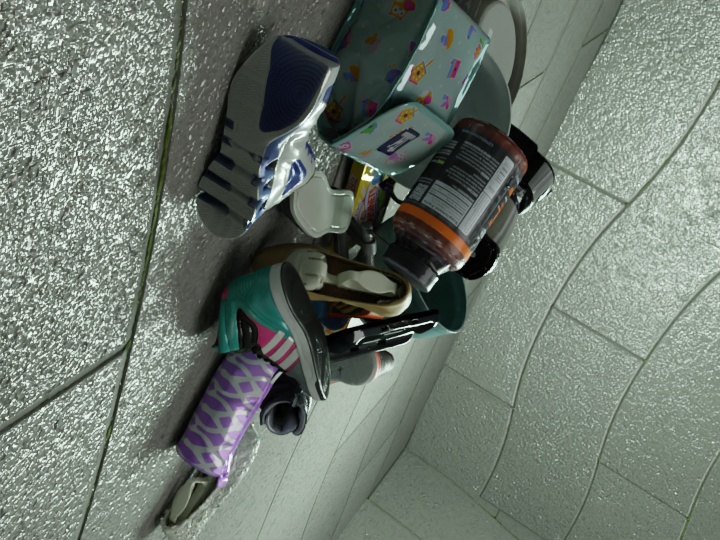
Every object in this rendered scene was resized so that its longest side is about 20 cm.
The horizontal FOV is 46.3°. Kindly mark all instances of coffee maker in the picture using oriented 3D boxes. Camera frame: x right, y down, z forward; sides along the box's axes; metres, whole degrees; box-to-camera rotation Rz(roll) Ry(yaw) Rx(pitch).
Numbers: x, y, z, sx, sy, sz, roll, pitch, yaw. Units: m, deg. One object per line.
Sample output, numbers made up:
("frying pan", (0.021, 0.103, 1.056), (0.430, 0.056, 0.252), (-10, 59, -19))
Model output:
("coffee maker", (0.165, -0.123, 1.215), (0.134, 0.193, 0.201), (-15, -151, 52))

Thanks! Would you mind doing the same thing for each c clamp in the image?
("c clamp", (0.000, 0.000, 1.164), (0.027, 0.171, 0.202), (-24, 141, -21))

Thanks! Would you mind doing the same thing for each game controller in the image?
("game controller", (0.018, 0.083, 1.120), (0.198, 0.043, 0.104), (-9, 159, -46))

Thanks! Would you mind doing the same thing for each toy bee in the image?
("toy bee", (-0.059, 0.023, 1.109), (0.131, 0.196, 0.111), (36, 48, -71))

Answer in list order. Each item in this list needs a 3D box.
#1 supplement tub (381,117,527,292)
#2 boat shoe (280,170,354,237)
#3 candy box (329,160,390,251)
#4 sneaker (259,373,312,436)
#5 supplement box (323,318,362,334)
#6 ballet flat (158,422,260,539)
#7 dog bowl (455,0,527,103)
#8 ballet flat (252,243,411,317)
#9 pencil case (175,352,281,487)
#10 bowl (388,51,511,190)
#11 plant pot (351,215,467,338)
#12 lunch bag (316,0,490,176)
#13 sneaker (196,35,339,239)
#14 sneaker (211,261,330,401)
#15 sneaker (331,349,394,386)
("supplement tub", (0.108, -0.076, 1.015), (0.201, 0.106, 0.107), (-55, 166, -6))
("boat shoe", (-0.062, -0.081, 0.992), (0.200, 0.059, 0.075), (-10, 110, -74))
("candy box", (0.013, -0.113, 1.212), (0.102, 0.026, 0.201), (-34, 156, -34))
("sneaker", (-0.116, 0.182, 1.179), (0.201, 0.074, 0.115), (125, -22, -52))
("supplement box", (-0.021, 0.067, 1.404), (0.128, 0.073, 0.200), (-65, 165, 22))
("ballet flat", (-0.217, 0.302, 1.209), (0.202, 0.071, 0.072), (-57, 166, -15))
("dog bowl", (0.179, -0.320, 1.233), (0.199, 0.058, 0.204), (-26, 121, -52))
("ballet flat", (-0.030, 0.004, 1.004), (0.063, 0.196, 0.070), (129, -28, -73))
("pencil case", (-0.161, 0.171, 1.095), (0.202, 0.085, 0.084), (-60, 164, 4))
("bowl", (0.090, -0.203, 1.099), (0.203, 0.199, 0.090), (-59, -164, 0))
("plant pot", (0.061, 0.017, 1.289), (0.133, 0.203, 0.200), (-21, -176, 27))
("lunch bag", (0.043, -0.210, 0.947), (0.170, 0.121, 0.203), (10, 107, -63))
("sneaker", (-0.081, -0.132, 0.808), (0.201, 0.080, 0.115), (-59, 171, 26))
("sneaker", (-0.112, 0.083, 0.994), (0.084, 0.119, 0.202), (-80, 157, -51))
("sneaker", (-0.033, 0.136, 1.252), (0.081, 0.198, 0.079), (1, 94, -49))
